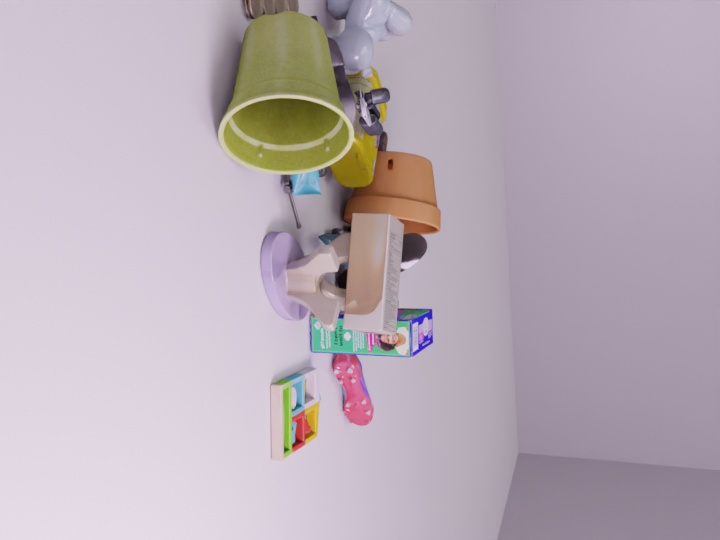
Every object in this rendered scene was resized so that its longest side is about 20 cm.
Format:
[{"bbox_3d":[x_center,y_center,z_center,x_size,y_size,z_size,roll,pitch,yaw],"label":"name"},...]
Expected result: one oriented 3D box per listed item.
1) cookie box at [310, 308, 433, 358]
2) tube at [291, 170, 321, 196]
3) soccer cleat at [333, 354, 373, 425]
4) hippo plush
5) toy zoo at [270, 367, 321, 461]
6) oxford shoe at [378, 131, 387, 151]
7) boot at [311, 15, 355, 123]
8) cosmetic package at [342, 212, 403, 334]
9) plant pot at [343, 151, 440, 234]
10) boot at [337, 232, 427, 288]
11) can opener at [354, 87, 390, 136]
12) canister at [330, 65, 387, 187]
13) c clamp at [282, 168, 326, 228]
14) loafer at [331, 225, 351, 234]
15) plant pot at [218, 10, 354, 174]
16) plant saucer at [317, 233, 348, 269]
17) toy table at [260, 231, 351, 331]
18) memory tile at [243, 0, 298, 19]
[{"bbox_3d":[0.024,0.115,1.727,0.171,0.199,0.076,-14,104,-72],"label":"cookie box"},{"bbox_3d":[-0.101,-0.227,1.532,0.077,0.050,0.202,-8,94,-51],"label":"tube"},{"bbox_3d":[-0.010,0.238,1.852,0.077,0.066,0.201,-75,155,-47],"label":"soccer cleat"},{"bbox_3d":[0.014,-0.438,1.698,0.159,0.200,0.162,21,79,-30],"label":"hippo plush"},{"bbox_3d":[-0.110,0.250,1.612,0.200,0.020,0.132,-11,102,-71],"label":"toy zoo"},{"bbox_3d":[0.049,-0.217,1.976,0.071,0.072,0.201,46,48,-65],"label":"oxford shoe"},{"bbox_3d":[-0.059,-0.339,1.589,0.174,0.069,0.201,-113,-164,-66],"label":"boot"},{"bbox_3d":[0.024,0.007,1.559,0.105,0.071,0.202,28,66,-71],"label":"cosmetic package"},{"bbox_3d":[0.070,-0.159,1.837,0.200,0.199,0.141,23,72,-70],"label":"plant pot"},{"bbox_3d":[0.046,-0.021,1.823,0.074,0.199,0.075,61,13,-3],"label":"boot"},{"bbox_3d":[0.028,-0.279,1.582,0.200,0.066,0.054,7,72,-82],"label":"can opener"},{"bbox_3d":[-0.010,-0.281,1.754,0.149,0.086,0.201,69,25,-50],"label":"canister"},{"bbox_3d":[-0.102,-0.189,1.607,0.200,0.027,0.172,-54,134,-60],"label":"c clamp"},{"bbox_3d":[-0.008,-0.068,1.829,0.200,0.071,0.063,-28,113,-66],"label":"loafer"},{"bbox_3d":[-0.113,-0.276,1.350,0.200,0.199,0.185,54,29,-61],"label":"plant pot"},{"bbox_3d":[0.000,0.000,1.725,0.019,0.070,0.200,-49,115,-17],"label":"plant saucer"},{"bbox_3d":[-0.081,0.015,1.537,0.200,0.116,0.185,53,42,-63],"label":"toy table"},{"bbox_3d":[-0.148,-0.485,1.458,0.200,0.017,0.154,-38,127,-66],"label":"memory tile"}]
